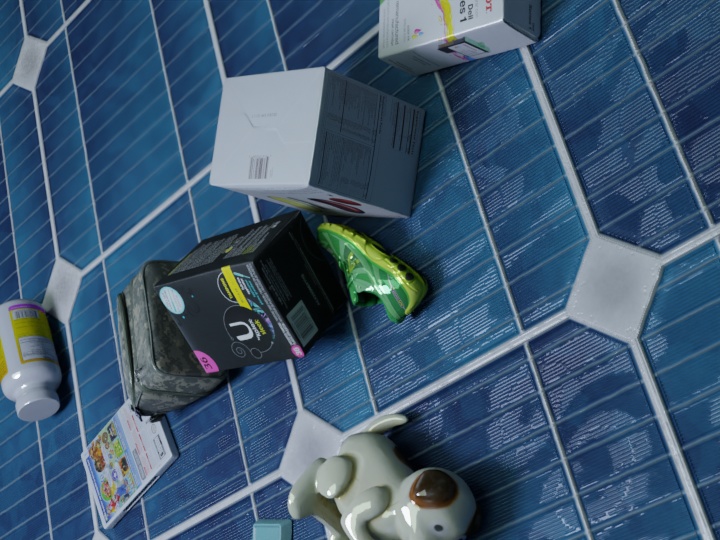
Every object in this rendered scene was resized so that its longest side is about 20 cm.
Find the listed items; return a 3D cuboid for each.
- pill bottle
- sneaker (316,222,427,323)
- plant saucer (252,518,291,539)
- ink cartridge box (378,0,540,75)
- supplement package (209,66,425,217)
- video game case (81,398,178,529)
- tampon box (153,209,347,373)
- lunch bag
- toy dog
[{"bbox_3d":[-0.582,0.158,1.887,0.104,0.103,0.202,-42,56,28],"label":"pill bottle"},{"bbox_3d":[0.000,0.000,1.408,0.199,0.074,0.085,38,102,40],"label":"sneaker"},{"bbox_3d":[-0.123,0.442,1.466,0.069,0.019,0.204,-11,75,41],"label":"plant saucer"},{"bbox_3d":[0.123,-0.345,1.362,0.198,0.083,0.148,-7,76,41],"label":"ink cartridge box"},{"bbox_3d":[-0.055,-0.160,1.407,0.189,0.198,0.150,5,84,43],"label":"supplement package"},{"bbox_3d":[-0.371,0.294,1.723,0.200,0.018,0.144,-46,54,25],"label":"video game case"},{"bbox_3d":[-0.148,0.033,1.460,0.198,0.126,0.151,-14,114,39],"label":"tampon box"},{"bbox_3d":[-0.292,0.107,1.619,0.167,0.137,0.203,-40,55,48],"label":"lunch bag"},{"bbox_3d":[0.049,0.277,1.284,0.198,0.141,0.195,9,51,44],"label":"toy dog"}]
